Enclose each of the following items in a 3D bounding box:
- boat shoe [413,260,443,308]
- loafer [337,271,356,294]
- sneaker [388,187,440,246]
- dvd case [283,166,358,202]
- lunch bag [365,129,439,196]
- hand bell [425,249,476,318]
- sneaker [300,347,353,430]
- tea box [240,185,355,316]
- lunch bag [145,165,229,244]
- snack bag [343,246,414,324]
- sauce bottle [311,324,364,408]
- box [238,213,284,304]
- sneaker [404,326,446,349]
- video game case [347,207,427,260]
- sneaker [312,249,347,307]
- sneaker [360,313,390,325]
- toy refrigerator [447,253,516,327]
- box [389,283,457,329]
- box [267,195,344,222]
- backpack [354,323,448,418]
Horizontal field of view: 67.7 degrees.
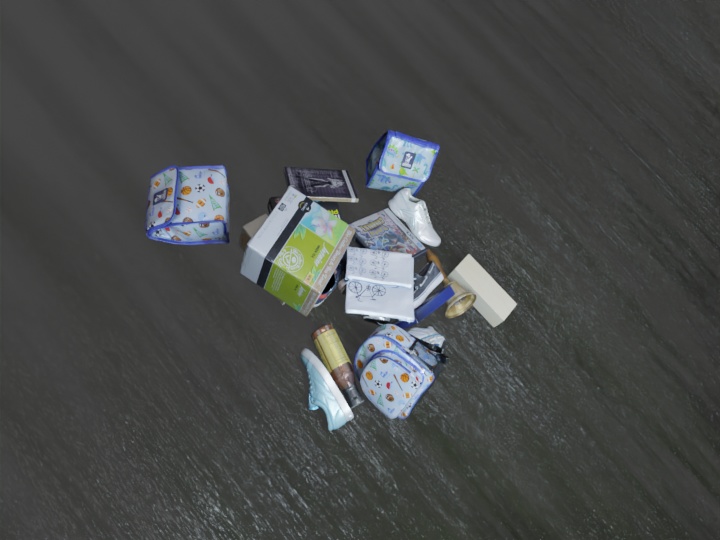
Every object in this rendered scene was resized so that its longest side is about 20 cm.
[{"bbox_3d":[0.151,0.043,1.440,0.199,0.071,0.069,-40,104,-34],"label":"boat shoe"},{"bbox_3d":[0.000,0.000,1.441,0.198,0.072,0.063,-29,76,-43],"label":"loafer"},{"bbox_3d":[0.171,-0.156,1.582,0.201,0.080,0.070,47,27,3],"label":"sneaker"},{"bbox_3d":[-0.113,-0.243,1.518,0.193,0.016,0.151,0,41,-18],"label":"dvd case"},{"bbox_3d":[0.120,-0.322,1.586,0.164,0.201,0.131,9,59,-18],"label":"lunch bag"},{"bbox_3d":[0.237,0.022,1.537,0.101,0.106,0.203,-13,57,-27],"label":"hand bell"},{"bbox_3d":[-0.099,0.279,1.254,0.081,0.075,0.202,-31,68,-14],"label":"sneaker"},{"bbox_3d":[-0.145,-0.045,1.256,0.193,0.134,0.203,32,56,-4],"label":"tea box"},{"bbox_3d":[-0.425,-0.162,1.323,0.192,0.125,0.175,-2,63,-8],"label":"lunch bag"},{"bbox_3d":[0.048,0.032,1.358,0.182,0.022,0.205,8,55,-5],"label":"snack bag"},{"bbox_3d":[-0.053,0.233,1.302,0.064,0.066,0.205,-18,74,-29],"label":"sauce bottle"},{"bbox_3d":[-0.218,-0.028,1.353,0.077,0.095,0.202,-32,77,-32],"label":"box"},{"bbox_3d":[0.122,0.192,1.405,0.193,0.077,0.087,-7,33,-18],"label":"sneaker"},{"bbox_3d":[0.074,-0.085,1.504,0.181,0.026,0.198,48,42,15],"label":"video game case"},{"bbox_3d":[-0.073,0.005,1.400,0.074,0.085,0.202,34,56,-1],"label":"sneaker"},{"bbox_3d":[0.070,0.081,1.444,0.196,0.075,0.119,-20,89,-33],"label":"sneaker"},{"bbox_3d":[0.351,0.060,1.562,0.200,0.070,0.076,46,62,7],"label":"toy refrigerator"},{"bbox_3d":[0.157,0.108,1.420,0.197,0.121,0.033,-31,87,-32],"label":"box"},{"bbox_3d":[-0.141,-0.129,1.467,0.194,0.044,0.165,-9,66,-27],"label":"box"},{"bbox_3d":[0.076,0.235,1.273,0.190,0.203,0.153,40,26,16],"label":"backpack"}]
